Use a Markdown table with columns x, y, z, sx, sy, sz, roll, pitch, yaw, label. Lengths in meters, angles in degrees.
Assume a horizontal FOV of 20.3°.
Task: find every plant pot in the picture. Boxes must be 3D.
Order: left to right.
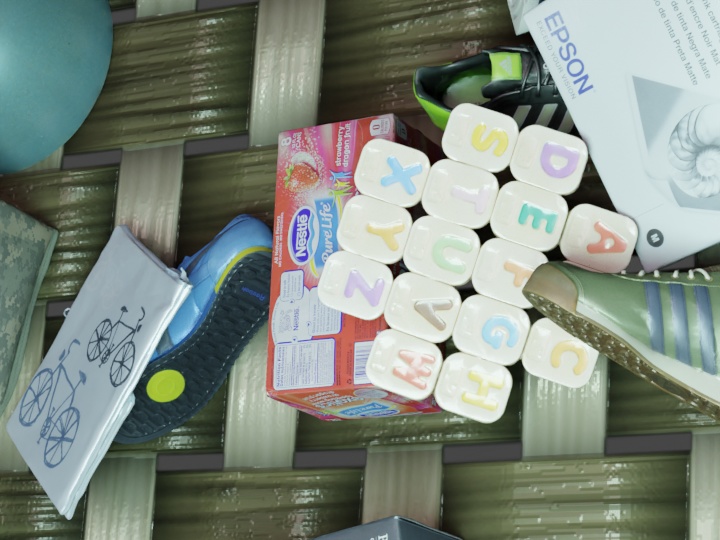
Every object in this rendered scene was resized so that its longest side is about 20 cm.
| x | y | z | sx | sy | sz | roll | pitch | yaw | label |
| --- | --- | --- | --- | --- | --- | --- | --- | --- | --- |
| -0.325 | -0.197 | 1.675 | 0.199 | 0.135 | 0.202 | -10 | 69 | 28 | plant pot |

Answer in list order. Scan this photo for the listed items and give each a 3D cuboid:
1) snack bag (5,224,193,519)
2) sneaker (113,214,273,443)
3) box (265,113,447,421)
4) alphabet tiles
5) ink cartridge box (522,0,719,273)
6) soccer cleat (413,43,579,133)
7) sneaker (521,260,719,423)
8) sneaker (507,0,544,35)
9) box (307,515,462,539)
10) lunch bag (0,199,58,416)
| x | y | z | sx | sy | sz | roll | pitch | yaw | label |
| --- | --- | --- | --- | --- | --- | --- | --- | --- | --- |
| -0.200 | 0.069 | 1.532 | 0.201 | 0.021 | 0.188 | -61 | 26 | 3 | snack bag |
| -0.131 | 0.044 | 1.533 | 0.200 | 0.066 | 0.079 | -50 | 37 | 11 | sneaker |
| 0.000 | 0.000 | 1.440 | 0.099 | 0.095 | 0.202 | -7 | 72 | 27 | box |
| 0.077 | -0.006 | 1.345 | 0.194 | 0.015 | 0.202 | 19 | 88 | 6 | alphabet tiles |
| 0.230 | -0.125 | 1.310 | 0.199 | 0.041 | 0.201 | -28 | 87 | 32 | ink cartridge box |
| 0.131 | -0.131 | 1.413 | 0.199 | 0.081 | 0.068 | -9 | 70 | 28 | soccer cleat |
| 0.210 | 0.030 | 1.300 | 0.199 | 0.067 | 0.090 | 31 | 80 | 8 | sneaker |
| 0.152 | -0.229 | 1.364 | 0.080 | 0.200 | 0.077 | -5 | 73 | -9 | sneaker |
| -0.017 | 0.288 | 1.355 | 0.181 | 0.104 | 0.202 | -18 | 66 | 24 | box |
| -0.344 | 0.032 | 1.595 | 0.117 | 0.164 | 0.202 | 8 | 78 | 27 | lunch bag |
